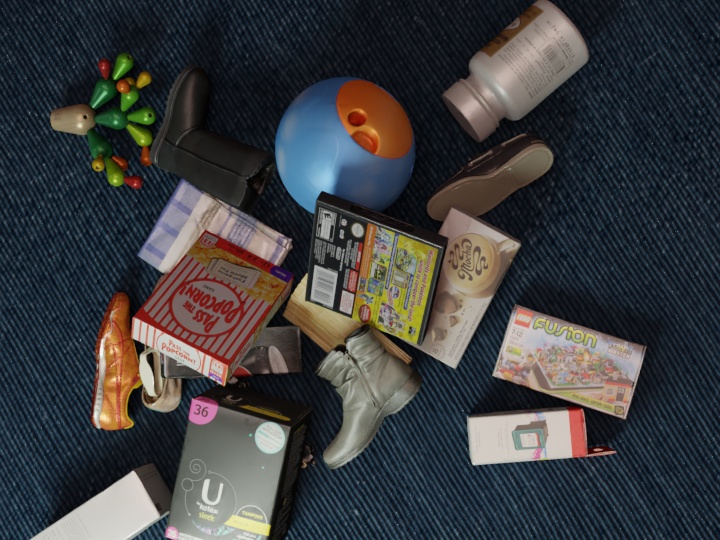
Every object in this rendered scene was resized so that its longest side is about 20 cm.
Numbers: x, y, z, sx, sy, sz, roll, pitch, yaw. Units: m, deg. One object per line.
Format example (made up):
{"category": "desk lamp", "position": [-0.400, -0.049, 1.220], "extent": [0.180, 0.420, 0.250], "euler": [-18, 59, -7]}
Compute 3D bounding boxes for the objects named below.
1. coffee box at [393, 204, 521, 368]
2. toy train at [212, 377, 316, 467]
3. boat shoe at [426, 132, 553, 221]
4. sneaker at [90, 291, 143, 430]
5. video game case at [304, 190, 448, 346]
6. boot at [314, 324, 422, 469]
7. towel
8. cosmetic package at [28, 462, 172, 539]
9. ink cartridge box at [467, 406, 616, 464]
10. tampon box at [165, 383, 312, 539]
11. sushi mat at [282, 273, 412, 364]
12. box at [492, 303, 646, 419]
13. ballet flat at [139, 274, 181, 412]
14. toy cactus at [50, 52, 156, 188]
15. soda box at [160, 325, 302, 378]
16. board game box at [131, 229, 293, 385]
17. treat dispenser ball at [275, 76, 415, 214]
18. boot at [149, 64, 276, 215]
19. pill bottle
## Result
{"category": "coffee box", "position": [0.134, 0.023, 1.663], "extent": [0.112, 0.080, 0.202], "euler": [28, 98, 5]}
{"category": "toy train", "position": [-0.142, 0.220, 1.708], "extent": [0.200, 0.034, 0.046], "euler": [44, 94, 6]}
{"category": "boat shoe", "position": [0.184, -0.138, 1.706], "extent": [0.198, 0.073, 0.063], "euler": [-27, 41, 8]}
{"category": "sneaker", "position": [-0.354, 0.133, 1.723], "extent": [0.076, 0.073, 0.203], "euler": [4, 90, -17]}
{"category": "video game case", "position": [0.017, 0.000, 1.567], "extent": [0.179, 0.201, 0.026], "euler": [21, 48, 10]}
{"category": "boot", "position": [-0.018, 0.176, 1.657], "extent": [0.130, 0.068, 0.200], "euler": [40, 105, -9]}
{"category": "towel", "position": [-0.216, -0.031, 1.737], "extent": [0.199, 0.024, 0.148], "euler": [31, 91, 8]}
{"category": "cosmetic package", "position": [-0.372, 0.367, 1.678], "extent": [0.199, 0.113, 0.082], "euler": [-35, 84, 0]}
{"category": "ink cartridge box", "position": [0.251, 0.229, 1.636], "extent": [0.197, 0.116, 0.068], "euler": [-5, 85, 3]}
{"category": "tampon box", "position": [-0.169, 0.281, 1.638], "extent": [0.148, 0.126, 0.203], "euler": [13, 98, 11]}
{"category": "sushi mat", "position": [-0.021, 0.094, 1.692], "extent": [0.199, 0.012, 0.096], "euler": [40, 131, 6]}
{"category": "box", "position": [0.299, 0.131, 1.679], "extent": [0.198, 0.035, 0.111], "euler": [17, 87, 5]}
{"category": "ballet flat", "position": [-0.293, 0.106, 1.701], "extent": [0.067, 0.067, 0.203], "euler": [-6, 86, 36]}
{"category": "toy cactus", "position": [-0.385, -0.223, 1.736], "extent": [0.163, 0.102, 0.203], "euler": [0, 95, 14]}
{"category": "soda box", "position": [-0.186, 0.117, 1.671], "extent": [0.197, 0.063, 0.072], "euler": [-2, 86, -16]}
{"category": "board game box", "position": [-0.204, 0.049, 1.635], "extent": [0.150, 0.047, 0.201], "euler": [25, 47, 8]}
{"category": "treat dispenser ball", "position": [-0.021, -0.170, 1.641], "extent": [0.198, 0.201, 0.204], "euler": [0, 86, 4]}
{"category": "boot", "position": [-0.202, -0.191, 1.684], "extent": [0.199, 0.065, 0.167], "euler": [27, 101, 36]}
{"category": "pill bottle", "position": [0.219, -0.282, 1.674], "extent": [0.200, 0.114, 0.115], "euler": [-40, 84, 1]}
